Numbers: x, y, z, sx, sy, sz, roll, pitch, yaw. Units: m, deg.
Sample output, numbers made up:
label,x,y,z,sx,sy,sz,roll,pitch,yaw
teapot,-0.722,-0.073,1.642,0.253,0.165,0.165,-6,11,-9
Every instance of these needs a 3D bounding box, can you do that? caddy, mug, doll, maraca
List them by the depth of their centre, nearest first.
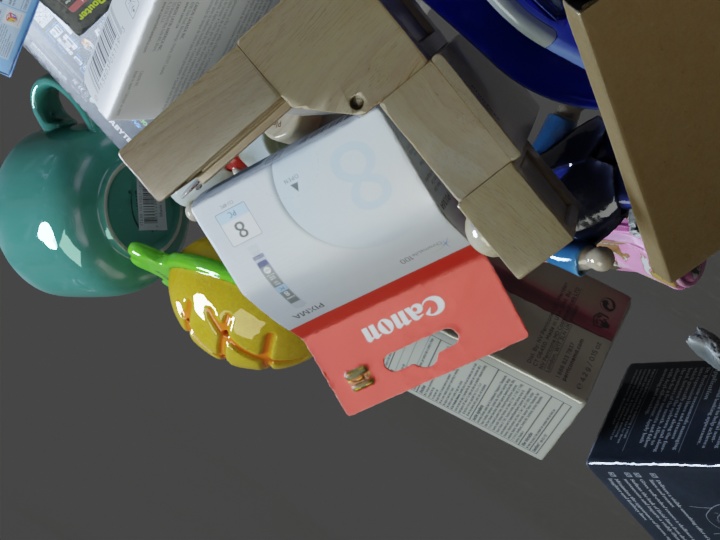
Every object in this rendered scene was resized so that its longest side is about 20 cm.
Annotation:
label,x,y,z,sx,sy,sz,roll,pitch,yaw
caddy,0.101,-0.172,0.719,0.200,0.105,0.141,38,151,-15
doll,0.147,-0.065,0.832,0.048,0.137,0.200,23,137,-38
maraca,-0.102,0.019,1.063,0.200,0.107,0.137,15,161,38
mug,-0.232,-0.063,1.147,0.114,0.152,0.185,0,140,41

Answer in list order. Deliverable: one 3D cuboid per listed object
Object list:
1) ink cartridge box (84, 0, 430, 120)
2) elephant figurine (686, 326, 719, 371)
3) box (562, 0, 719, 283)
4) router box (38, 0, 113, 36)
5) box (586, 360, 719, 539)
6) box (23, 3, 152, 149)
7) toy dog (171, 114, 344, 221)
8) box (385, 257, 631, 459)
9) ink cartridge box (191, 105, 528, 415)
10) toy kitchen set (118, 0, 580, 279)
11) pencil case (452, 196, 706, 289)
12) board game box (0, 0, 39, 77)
label,x,y,z,sx,sy,sz,roll,pitch,yaw
ink cartridge box,-0.053,-0.162,0.818,0.050,0.200,0.161,62,140,25
elephant figurine,0.339,0.034,0.836,0.142,0.155,0.200,65,152,29
box,0.199,-0.106,0.694,0.021,0.163,0.200,48,171,47
router box,-0.149,-0.254,0.758,0.200,0.062,0.150,-36,120,23
box,0.309,0.154,1.043,0.200,0.107,0.148,-7,134,48
box,-0.168,-0.198,0.924,0.200,0.050,0.198,48,136,-13
toy dog,-0.068,-0.068,1.003,0.132,0.096,0.200,8,158,-24
box,0.094,0.044,1.064,0.200,0.109,0.128,27,151,5
ink cartridge box,0.000,0.000,0.923,0.160,0.047,0.200,-26,101,23
toy kitchen set,0.007,-0.067,0.807,0.180,0.163,0.200,-38,95,20
pencil case,0.141,-0.038,0.921,0.200,0.083,0.087,9,146,34
board game box,-0.291,-0.226,0.834,0.200,0.037,0.151,20,124,-19
